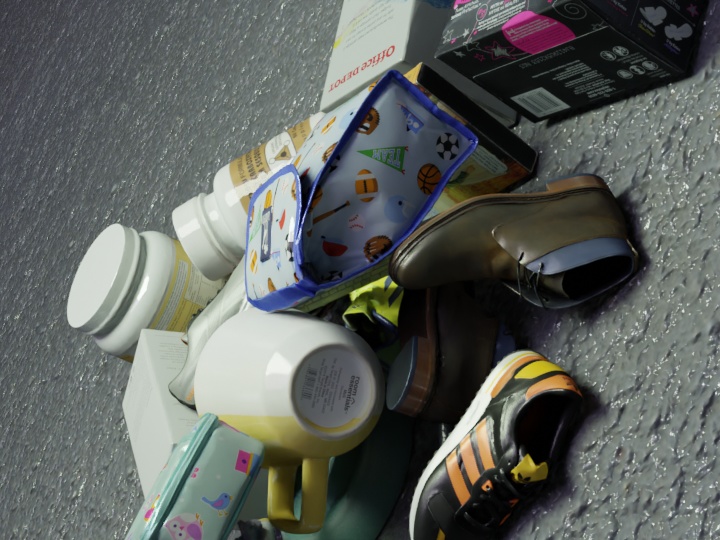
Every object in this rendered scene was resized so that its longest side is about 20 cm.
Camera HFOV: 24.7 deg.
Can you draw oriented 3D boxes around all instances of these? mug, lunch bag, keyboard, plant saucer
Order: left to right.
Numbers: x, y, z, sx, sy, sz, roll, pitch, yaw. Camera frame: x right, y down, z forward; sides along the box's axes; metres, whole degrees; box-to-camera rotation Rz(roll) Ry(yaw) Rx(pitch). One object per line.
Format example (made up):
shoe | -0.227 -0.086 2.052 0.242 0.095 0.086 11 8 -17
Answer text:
lunch bag | -0.155 0.220 1.415 0.200 0.077 0.160 -55 9 52
mug | -0.044 0.120 1.452 0.149 0.187 0.153 -32 10 -22
plant saucer | -0.026 0.189 1.559 0.200 0.036 0.200 -41 35 37
lunch bag | -0.020 -0.057 1.423 0.200 0.124 0.170 -56 11 -17
keyboard | 0.000 0.000 1.541 0.200 0.056 0.011 -24 55 -4

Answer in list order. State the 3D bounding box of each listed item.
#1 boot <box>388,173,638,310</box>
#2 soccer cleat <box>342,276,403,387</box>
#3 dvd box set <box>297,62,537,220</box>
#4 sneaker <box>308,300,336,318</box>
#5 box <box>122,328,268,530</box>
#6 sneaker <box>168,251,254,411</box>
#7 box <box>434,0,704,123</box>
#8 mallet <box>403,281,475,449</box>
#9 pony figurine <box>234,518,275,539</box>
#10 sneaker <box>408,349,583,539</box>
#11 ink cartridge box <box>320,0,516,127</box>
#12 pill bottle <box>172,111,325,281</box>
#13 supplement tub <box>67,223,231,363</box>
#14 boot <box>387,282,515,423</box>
boot | 0.127 -0.011 1.340 0.200 0.075 0.097 -21 43 -4
soccer cleat | 0.016 0.041 1.559 0.065 0.084 0.200 -54 29 19
dvd box set | 0.048 -0.105 1.559 0.200 0.146 0.029 -29 32 47
sneaker | -0.042 0.016 1.669 0.200 0.077 0.082 97 180 -83
box | -0.153 0.155 1.623 0.200 0.124 0.098 -116 39 -56
sneaker | -0.124 0.042 1.566 0.079 0.074 0.200 15 73 18
box | 0.185 -0.225 1.439 0.200 0.132 0.115 -14 52 56
mallet | 0.084 0.090 1.455 0.041 0.066 0.200 93 168 -61
pony figurine | -0.080 0.314 1.457 0.200 0.166 0.193 -120 28 -55
sneaker | 0.108 0.161 1.310 0.200 0.070 0.090 -61 24 1
ink cartridge box | 0.070 -0.233 1.631 0.145 0.145 0.200 -24 47 52
pill bottle | -0.093 -0.074 1.742 0.200 0.114 0.114 -29 37 11
supplement tub | -0.207 0.044 1.819 0.145 0.200 0.146 -41 35 37
boot | 0.086 0.051 1.423 0.075 0.097 0.200 128 160 -53
